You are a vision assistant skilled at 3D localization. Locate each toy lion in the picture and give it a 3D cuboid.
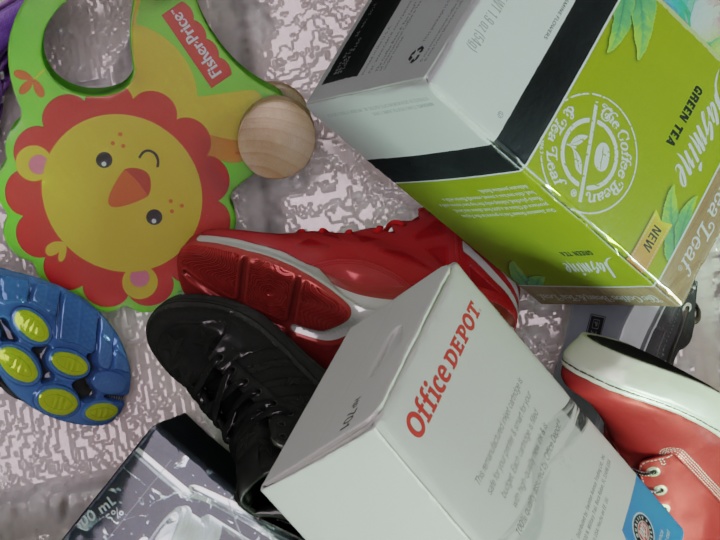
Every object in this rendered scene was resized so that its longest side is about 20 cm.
[{"bbox_3d":[-0.136,-0.083,1.012,0.191,0.069,0.201,-32,107,4],"label":"toy lion"}]

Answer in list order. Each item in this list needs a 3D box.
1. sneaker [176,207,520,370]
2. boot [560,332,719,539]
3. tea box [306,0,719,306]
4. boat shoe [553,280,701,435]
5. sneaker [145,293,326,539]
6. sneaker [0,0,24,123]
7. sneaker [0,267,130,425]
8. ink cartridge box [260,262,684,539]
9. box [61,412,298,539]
[{"bbox_3d":[0.000,0.000,1.016,0.199,0.079,0.116,20,44,6],"label":"sneaker"},{"bbox_3d":[0.156,0.124,0.967,0.199,0.072,0.145,30,92,-42],"label":"boot"},{"bbox_3d":[0.115,-0.115,0.937,0.196,0.133,0.201,37,73,-25],"label":"tea box"},{"bbox_3d":[0.168,0.033,1.020,0.066,0.070,0.202,18,88,-34],"label":"boat shoe"},{"bbox_3d":[-0.046,0.089,0.941,0.199,0.104,0.060,33,117,5],"label":"sneaker"},{"bbox_3d":[-0.240,-0.099,1.038,0.083,0.081,0.200,38,96,-15],"label":"sneaker"},{"bbox_3d":[-0.225,0.028,1.024,0.199,0.083,0.071,27,82,-14],"label":"sneaker"},{"bbox_3d":[0.063,0.120,0.867,0.086,0.147,0.200,-34,105,34],"label":"ink cartridge box"},{"bbox_3d":[-0.096,0.222,0.990,0.196,0.124,0.200,38,89,4],"label":"box"}]
